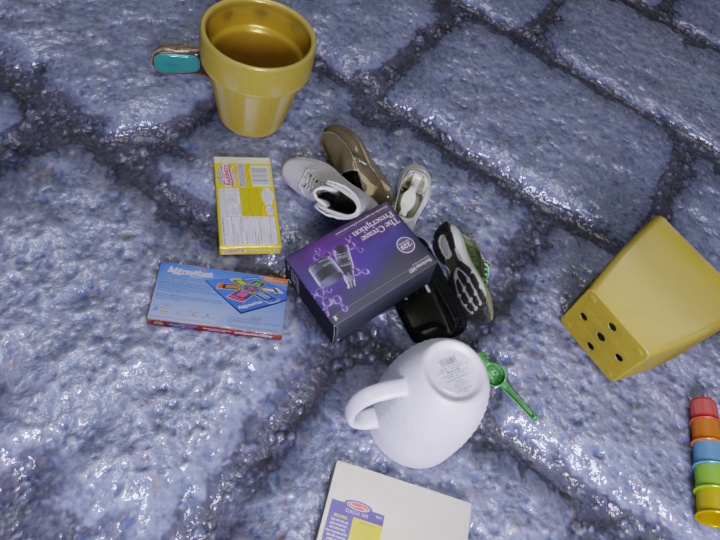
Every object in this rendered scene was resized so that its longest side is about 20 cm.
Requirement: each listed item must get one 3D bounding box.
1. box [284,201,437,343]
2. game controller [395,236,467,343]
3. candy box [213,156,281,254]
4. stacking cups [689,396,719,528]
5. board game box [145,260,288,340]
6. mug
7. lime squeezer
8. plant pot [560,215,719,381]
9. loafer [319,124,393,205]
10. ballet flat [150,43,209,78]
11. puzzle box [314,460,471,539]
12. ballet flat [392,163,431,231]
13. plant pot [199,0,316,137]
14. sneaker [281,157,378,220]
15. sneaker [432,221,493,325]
[{"bbox_3d":[0.000,0.000,0.928,0.199,0.079,0.141,-31,71,-19],"label":"box"},{"bbox_3d":[0.100,0.030,0.986,0.104,0.042,0.201,-20,63,-10],"label":"game controller"},{"bbox_3d":[-0.197,-0.115,1.000,0.101,0.026,0.201,-3,58,-15],"label":"candy box"},{"bbox_3d":[0.558,0.300,0.923,0.060,0.061,0.201,23,51,0],"label":"stacking cups"},{"bbox_3d":[-0.215,0.046,0.891,0.198,0.019,0.104,9,57,-10],"label":"board game box"},{"bbox_3d":[0.075,0.176,0.790,0.199,0.176,0.148,-5,58,-18],"label":"mug"},{"bbox_3d":[0.194,0.161,0.899,0.200,0.038,0.071,40,30,-19],"label":"lime squeezer"},{"bbox_3d":[0.463,0.069,0.975,0.176,0.200,0.200,-29,68,-17],"label":"plant pot"},{"bbox_3d":[-0.018,-0.190,1.070,0.067,0.076,0.200,-26,67,-36],"label":"loafer"},{"bbox_3d":[-0.309,-0.419,1.149,0.199,0.071,0.066,2,42,-19],"label":"ballet flat"},{"bbox_3d":[0.043,0.344,0.761,0.199,0.025,0.134,19,54,-3],"label":"puzzle box"},{"bbox_3d":[0.097,-0.143,1.078,0.069,0.070,0.201,22,54,-1],"label":"ballet flat"},{"bbox_3d":[-0.192,-0.356,1.061,0.199,0.189,0.202,7,55,-11],"label":"plant pot"},{"bbox_3d":[-0.067,-0.145,0.989,0.199,0.074,0.115,29,9,16],"label":"sneaker"},{"bbox_3d":[0.201,0.000,1.012,0.088,0.077,0.201,-2,60,-27],"label":"sneaker"}]
